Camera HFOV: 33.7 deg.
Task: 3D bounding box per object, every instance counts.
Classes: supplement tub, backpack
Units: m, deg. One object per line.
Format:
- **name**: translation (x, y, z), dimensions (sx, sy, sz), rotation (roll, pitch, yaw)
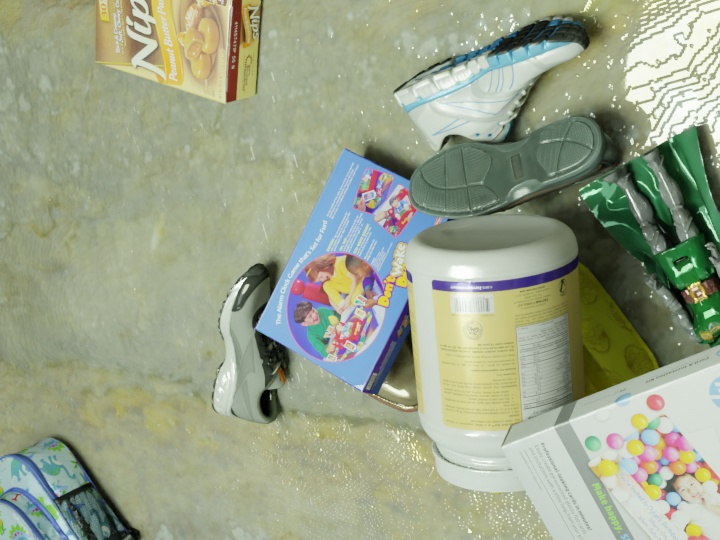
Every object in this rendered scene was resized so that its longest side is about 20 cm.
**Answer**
- **supplement tub**: translation (0.114, 0.066, 0.991), dimensions (0.144, 0.145, 0.203), rotation (5, 108, 35)
- **backpack**: translation (-0.429, 0.339, 1.594), dimensions (0.183, 0.146, 0.201), rotation (-43, 76, 35)

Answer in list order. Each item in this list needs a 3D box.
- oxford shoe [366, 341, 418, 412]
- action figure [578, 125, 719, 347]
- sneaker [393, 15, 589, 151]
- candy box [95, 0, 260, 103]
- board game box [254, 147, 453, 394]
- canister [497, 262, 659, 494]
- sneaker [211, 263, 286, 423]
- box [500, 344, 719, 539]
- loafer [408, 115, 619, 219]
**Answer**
- **oxford shoe**: translation (-0.003, 0.064, 1.220), dimensions (0.200, 0.070, 0.075), rotation (43, 165, 17)
- **action figure**: translation (0.281, -0.006, 1.018), dimensions (0.117, 0.055, 0.202), rotation (-30, 91, 36)
- **sneaker**: translation (0.128, -0.163, 1.076), dimensions (0.198, 0.075, 0.087), rotation (-17, 108, 41)
- **candy box**: translation (-0.200, -0.262, 1.283), dimensions (0.198, 0.055, 0.117), rotation (20, 116, 30)
- **board game box**: translation (0.000, 0.000, 1.168), dimensions (0.133, 0.045, 0.202), rotation (28, 92, 23)
- **canister**: translation (0.161, 0.104, 1.119), dimensions (0.149, 0.086, 0.200), rotation (54, 129, 11)
- **sneaker**: translation (-0.115, 0.083, 1.332), dimensions (0.078, 0.074, 0.203), rotation (18, 122, 20)
- **box**: translation (0.226, 0.154, 0.879), dimensions (0.198, 0.041, 0.157), rotation (-26, 101, 28)
- **loafer**: translation (0.139, -0.083, 1.077), dimensions (0.198, 0.063, 0.073), rotation (-13, 70, 34)
